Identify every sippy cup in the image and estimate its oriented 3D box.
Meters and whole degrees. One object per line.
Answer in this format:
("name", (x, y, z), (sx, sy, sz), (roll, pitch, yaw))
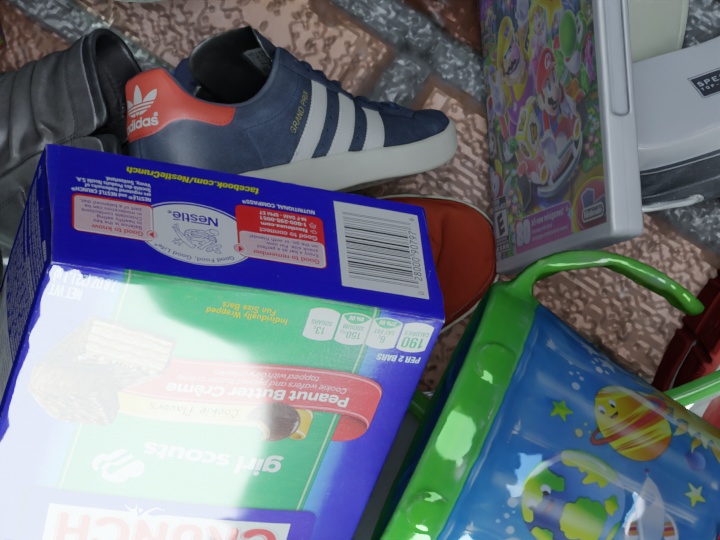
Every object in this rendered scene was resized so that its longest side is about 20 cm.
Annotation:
("sippy cup", (0.088, 0.092, 1.278), (0.130, 0.140, 0.178), (24, 123, -1))

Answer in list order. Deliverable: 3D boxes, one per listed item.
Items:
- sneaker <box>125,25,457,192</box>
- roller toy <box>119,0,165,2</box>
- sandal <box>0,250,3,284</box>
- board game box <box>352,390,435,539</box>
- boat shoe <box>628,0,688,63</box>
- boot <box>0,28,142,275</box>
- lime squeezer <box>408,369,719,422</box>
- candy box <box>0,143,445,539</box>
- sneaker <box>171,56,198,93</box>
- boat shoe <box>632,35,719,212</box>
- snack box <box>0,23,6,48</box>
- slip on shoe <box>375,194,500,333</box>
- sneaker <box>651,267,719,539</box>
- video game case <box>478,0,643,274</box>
("sneaker", (-0.030, -0.072, 1.358), (0.075, 0.200, 0.085), (-16, 89, 38))
("roller toy", (-0.103, -0.221, 1.369), (0.199, 0.140, 0.183), (-13, 83, -11))
("sandal", (-0.202, -0.023, 1.295), (0.075, 0.201, 0.048), (-40, 126, 16))
("board game box", (0.025, 0.139, 1.363), (0.199, 0.026, 0.200), (-8, 46, 1))
("boat shoe", (0.116, -0.141, 1.428), (0.062, 0.073, 0.201), (19, 98, 41))
("boot", (-0.149, -0.004, 1.376), (0.131, 0.070, 0.201), (-9, 92, 27))
("lime squeezer", (0.077, 0.068, 1.380), (0.199, 0.071, 0.038), (1, 117, 22))
("candy box", (-0.075, 0.054, 1.270), (0.168, 0.077, 0.200), (9, 133, -14))
("sneaker", (-0.079, -0.003, 1.400), (0.082, 0.074, 0.201), (-17, 70, 33))
("boat shoe", (0.187, -0.069, 1.417), (0.199, 0.068, 0.072), (-17, 53, -23))
("snack box", (-0.220, -0.176, 1.335), (0.067, 0.200, 0.169), (-20, 91, -2))
("slip on shoe", (0.000, 0.000, 1.366), (0.200, 0.061, 0.074), (-7, 79, -46))
("sneaker", (0.195, 0.081, 1.423), (0.115, 0.078, 0.200), (28, 101, -10))
("video game case", (0.088, -0.106, 1.367), (0.018, 0.143, 0.201), (-1, 83, -18))
